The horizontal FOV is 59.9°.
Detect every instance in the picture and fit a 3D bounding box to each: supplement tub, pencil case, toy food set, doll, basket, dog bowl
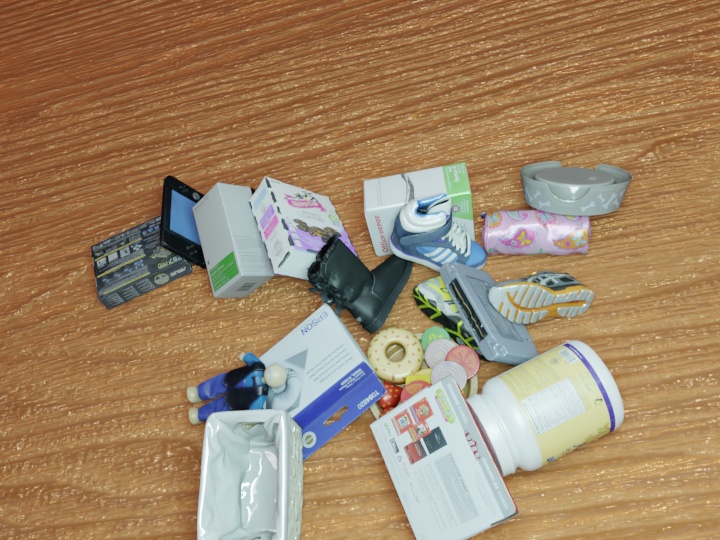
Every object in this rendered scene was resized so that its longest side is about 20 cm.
[{"bbox_3d":[0.272,0.209,0.940,0.198,0.146,0.146,-25,53,-4],"label":"supplement tub"},{"bbox_3d":[0.324,-0.070,1.163,0.197,0.088,0.088,-1,55,14],"label":"pencil case"},{"bbox_3d":[0.104,0.186,1.058,0.195,0.049,0.202,-3,55,12],"label":"toy food set"},{"bbox_3d":[-0.209,0.211,1.084,0.198,0.048,0.138,-24,61,20],"label":"doll"},{"bbox_3d":[-0.160,0.326,0.959,0.134,0.124,0.202,-6,68,11],"label":"basket"},{"bbox_3d":[0.397,-0.155,1.165,0.197,0.059,0.201,-2,23,1],"label":"dog bowl"}]

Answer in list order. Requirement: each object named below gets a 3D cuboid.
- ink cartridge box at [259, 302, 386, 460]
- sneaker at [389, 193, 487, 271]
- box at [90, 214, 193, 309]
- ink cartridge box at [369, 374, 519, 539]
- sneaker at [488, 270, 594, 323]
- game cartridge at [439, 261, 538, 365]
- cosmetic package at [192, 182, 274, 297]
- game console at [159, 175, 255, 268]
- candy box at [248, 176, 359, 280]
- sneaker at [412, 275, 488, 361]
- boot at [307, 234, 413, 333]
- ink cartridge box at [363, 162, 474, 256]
[{"bbox_3d":[-0.083,0.190,1.081,0.199,0.041,0.200,-40,55,2],"label":"ink cartridge box"},{"bbox_3d":[0.158,-0.069,1.126,0.198,0.147,0.081,12,55,-9],"label":"sneaker"},{"bbox_3d":[-0.475,-0.027,1.351,0.198,0.049,0.162,-25,52,-4],"label":"box"},{"bbox_3d":[0.131,0.272,0.891,0.175,0.083,0.202,-40,62,33],"label":"ink cartridge box"},{"bbox_3d":[0.301,0.039,1.075,0.198,0.079,0.078,3,36,-24],"label":"sneaker"},{"bbox_3d":[0.221,0.076,1.061,0.041,0.132,0.201,-51,45,31],"label":"game cartridge"},{"bbox_3d":[-0.253,-0.059,1.237,0.107,0.084,0.202,-34,67,37],"label":"cosmetic package"},{"bbox_3d":[-0.324,-0.119,1.341,0.116,0.175,0.202,-32,48,26],"label":"game console"},{"bbox_3d":[-0.110,-0.075,1.219,0.072,0.167,0.201,-50,48,29],"label":"candy box"},{"bbox_3d":[0.180,0.076,1.101,0.076,0.076,0.200,-34,59,-18],"label":"sneaker"},{"bbox_3d":[0.000,0.000,1.134,0.073,0.162,0.199,-30,24,50],"label":"boot"},{"bbox_3d":[0.114,-0.114,1.204,0.197,0.146,0.085,-8,53,8],"label":"ink cartridge box"}]
